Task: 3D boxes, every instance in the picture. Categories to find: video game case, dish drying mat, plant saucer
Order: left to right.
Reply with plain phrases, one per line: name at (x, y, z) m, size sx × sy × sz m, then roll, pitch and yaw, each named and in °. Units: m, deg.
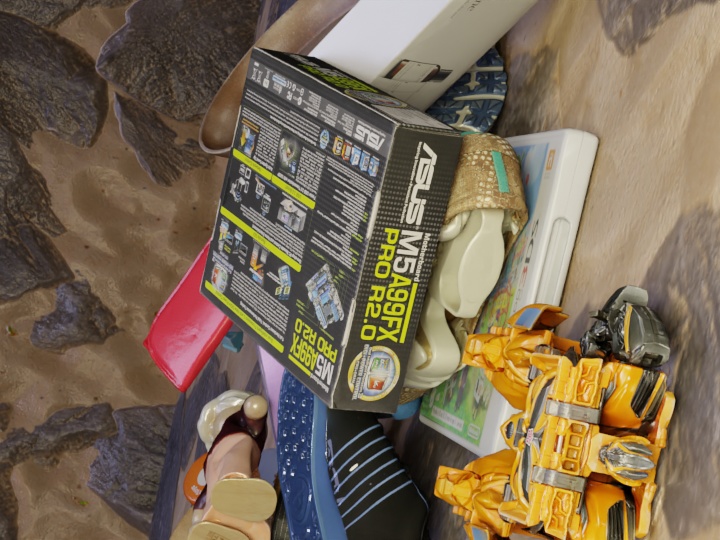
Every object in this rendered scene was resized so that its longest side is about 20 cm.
dish drying mat at (-0.086, -0.013, 1.316) m, size 0.200 × 0.018 × 0.077 m, roll -55°, pitch 38°, yaw 5°
plant saucer at (-0.033, -0.148, 1.328) m, size 0.200 × 0.034 × 0.201 m, roll -37°, pitch 24°, yaw 20°
video game case at (0.081, 0.012, 1.075) m, size 0.200 × 0.022 × 0.183 m, roll -168°, pitch 91°, yaw -81°

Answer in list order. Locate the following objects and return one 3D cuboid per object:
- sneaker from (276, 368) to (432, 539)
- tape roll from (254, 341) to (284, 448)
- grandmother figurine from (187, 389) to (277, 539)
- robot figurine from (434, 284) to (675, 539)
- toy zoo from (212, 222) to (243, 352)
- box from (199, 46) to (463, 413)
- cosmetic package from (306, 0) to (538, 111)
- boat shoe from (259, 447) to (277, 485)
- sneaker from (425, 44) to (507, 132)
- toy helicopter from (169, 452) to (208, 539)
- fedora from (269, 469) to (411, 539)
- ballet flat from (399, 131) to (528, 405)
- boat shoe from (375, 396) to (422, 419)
sneaker at (-0.001, 0.129, 1.113) m, size 0.070 × 0.078 × 0.201 m, roll 129°, pitch 141°, yaw -52°
tape roll at (-0.046, 0.060, 1.396) m, size 0.200 × 0.065 × 0.201 m, roll 168°, pitch 90°, yaw -86°
grandmother figurine at (-0.089, 0.140, 1.307) m, size 0.121 × 0.060 × 0.200 m, roll -54°, pitch 12°, yaw 15°
robot figurine at (0.085, 0.077, 0.838) m, size 0.200 × 0.058 × 0.146 m, roll 169°, pitch 113°, yaw -81°
toy zoo at (-0.082, -0.028, 1.503) m, size 0.131 × 0.020 × 0.201 m, roll -22°, pitch -49°, yaw -63°
box at (-0.023, -0.029, 1.064) m, size 0.200 × 0.044 × 0.161 m, roll 34°, pitch 115°, yaw 59°
cosmetic package at (0.039, -0.147, 1.136) m, size 0.200 × 0.082 × 0.051 m, roll -43°, pitch 68°, yaw 33°
boat shoe at (-0.047, 0.220, 1.445) m, size 0.068 × 0.057 × 0.200 m, roll -30°, pitch 38°, yaw 10°
sneaker at (0.062, -0.126, 1.280) m, size 0.085 × 0.077 × 0.201 m, roll 99°, pitch -175°, yaw -48°
toy helicopter at (-0.076, 0.224, 1.355) m, size 0.200 × 0.079 × 0.133 m, roll 19°, pitch 68°, yaw 47°
fedora at (-0.016, 0.174, 1.238) m, size 0.201 × 0.081 × 0.202 m, roll -167°, pitch 90°, yaw -81°
ballet flat at (0.043, 0.016, 1.043) m, size 0.065 × 0.070 × 0.201 m, roll -111°, pitch 29°, yaw -47°
boat shoe at (0.000, 0.000, 1.202) m, size 0.084 × 0.068 × 0.201 m, roll 74°, pitch -168°, yaw -52°
